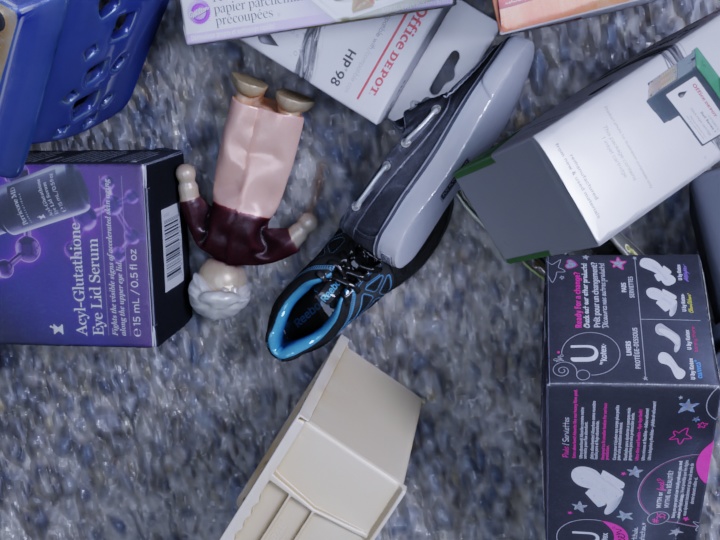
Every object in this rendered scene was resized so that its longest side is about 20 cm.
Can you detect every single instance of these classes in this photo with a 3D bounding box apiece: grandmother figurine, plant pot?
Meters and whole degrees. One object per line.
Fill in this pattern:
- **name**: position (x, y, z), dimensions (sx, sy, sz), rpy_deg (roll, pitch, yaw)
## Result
- **grandmother figurine**: position (-0.093, -0.050, 0.909), dimensions (0.120, 0.061, 0.201), rpy_deg (23, 107, 11)
- **plant pot**: position (-0.267, -0.200, 0.808), dimensions (0.199, 0.180, 0.200), rpy_deg (33, 131, 0)

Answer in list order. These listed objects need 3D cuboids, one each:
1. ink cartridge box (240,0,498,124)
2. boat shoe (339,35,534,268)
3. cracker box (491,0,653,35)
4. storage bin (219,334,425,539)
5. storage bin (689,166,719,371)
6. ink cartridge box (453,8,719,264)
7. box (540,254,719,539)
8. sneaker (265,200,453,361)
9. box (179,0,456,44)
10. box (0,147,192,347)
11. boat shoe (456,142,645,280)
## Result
- **ink cartridge box**: position (-0.004, -0.194, 0.859), dimensions (0.199, 0.067, 0.116), rpy_deg (32, 104, 2)
- **boat shoe**: position (0.056, -0.100, 0.840), dimensions (0.068, 0.072, 0.201), rpy_deg (33, 87, 18)
- **cracker box**: position (0.156, -0.202, 0.764), dimensions (0.133, 0.200, 0.058), rpy_deg (-12, 99, 11)
- **storage bin**: position (-0.043, 0.181, 0.872), dimensions (0.093, 0.200, 0.199), rpy_deg (32, 104, -1)
- **storage bin**: position (0.337, -0.018, 0.817), dimensions (0.198, 0.146, 0.135), rpy_deg (-16, 71, 12)
- **ink cartridge box**: position (0.185, -0.094, 0.772), dimensions (0.199, 0.146, 0.085), rpy_deg (-34, 95, -16)
- **box**: position (0.188, 0.103, 0.817), dimensions (0.114, 0.133, 0.201), rpy_deg (0, 132, 8)
- **sneaker**: position (0.000, 0.000, 0.890), dimensions (0.073, 0.082, 0.200), rpy_deg (41, 104, -1)
- **box**: position (-0.030, -0.196, 0.807), dimensions (0.198, 0.041, 0.039), rpy_deg (-6, 100, 10)
- **box**: position (-0.248, -0.021, 0.913), dimensions (0.198, 0.104, 0.149), rpy_deg (-1, 102, 9)
- **boat shoe**: position (0.152, -0.031, 0.870), dimensions (0.201, 0.060, 0.072), rpy_deg (37, 104, 0)
